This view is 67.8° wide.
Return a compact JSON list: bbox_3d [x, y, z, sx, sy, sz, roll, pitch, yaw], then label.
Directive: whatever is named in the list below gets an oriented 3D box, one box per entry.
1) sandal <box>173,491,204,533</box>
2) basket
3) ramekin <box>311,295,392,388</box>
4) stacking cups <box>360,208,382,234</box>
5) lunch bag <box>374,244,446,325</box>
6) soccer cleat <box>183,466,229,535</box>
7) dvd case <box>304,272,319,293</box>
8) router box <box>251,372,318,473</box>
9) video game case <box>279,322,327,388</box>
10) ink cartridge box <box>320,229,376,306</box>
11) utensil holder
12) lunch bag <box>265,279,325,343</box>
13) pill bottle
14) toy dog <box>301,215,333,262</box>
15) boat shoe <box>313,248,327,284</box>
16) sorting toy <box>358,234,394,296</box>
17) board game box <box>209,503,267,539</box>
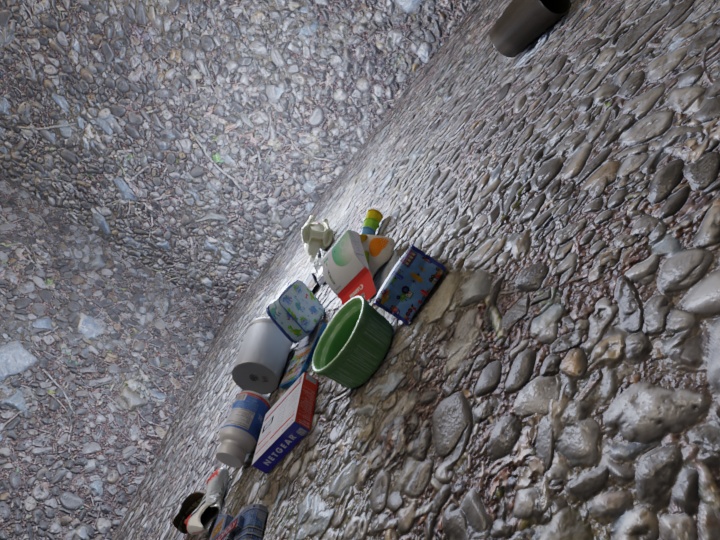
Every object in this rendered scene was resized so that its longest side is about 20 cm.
[{"bbox_3d":[-0.498,0.721,1.615,0.201,0.081,0.055,-55,-8,27],"label":"sandal"},{"bbox_3d":[0.475,-0.724,1.533,0.200,0.135,0.182,-38,28,56],"label":"basket"},{"bbox_3d":[-0.016,0.168,1.222,0.200,0.097,0.201,-49,17,20],"label":"ramekin"},{"bbox_3d":[0.016,-0.113,1.780,0.060,0.060,0.201,-34,27,53],"label":"stacking cups"},{"bbox_3d":[0.101,0.019,1.228,0.151,0.094,0.200,-56,6,5],"label":"lunch bag"},{"bbox_3d":[-0.415,0.649,1.511,0.084,0.069,0.201,-12,30,32],"label":"soccer cleat"},{"bbox_3d":[-0.220,0.090,2.149,0.143,0.017,0.200,-55,15,3],"label":"dvd case"},{"bbox_3d":[-0.193,0.392,1.386,0.200,0.049,0.180,-48,17,25],"label":"router box"},{"bbox_3d":[-0.177,0.264,1.662,0.143,0.018,0.201,-33,26,52],"label":"video game case"},{"bbox_3d":[-0.039,0.014,1.513,0.161,0.050,0.202,-45,48,41],"label":"ink cartridge box"},{"bbox_3d":[-0.327,0.286,1.788,0.170,0.169,0.201,-44,20,34],"label":"utensil holder"},{"bbox_3d":[-0.206,0.125,1.710,0.082,0.161,0.200,-38,8,24],"label":"lunch bag"},{"bbox_3d":[-0.348,0.468,1.581,0.112,0.112,0.201,-40,22,42],"label":"pill bottle"},{"bbox_3d":[-0.193,-0.147,2.391,0.200,0.138,0.196,-106,16,-69],"label":"toy dog"},{"bbox_3d":[-0.155,-0.016,2.079,0.074,0.066,0.201,-49,17,21],"label":"boat shoe"},{"bbox_3d":[0.000,0.000,1.577,0.200,0.106,0.182,-23,54,63],"label":"sorting toy"},{"bbox_3d":[-0.292,0.615,1.202,0.200,0.061,0.200,-50,17,21],"label":"board game box"}]
